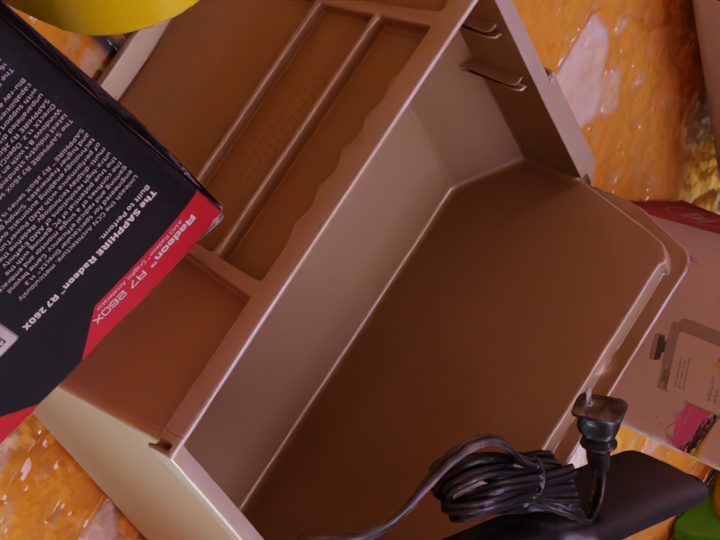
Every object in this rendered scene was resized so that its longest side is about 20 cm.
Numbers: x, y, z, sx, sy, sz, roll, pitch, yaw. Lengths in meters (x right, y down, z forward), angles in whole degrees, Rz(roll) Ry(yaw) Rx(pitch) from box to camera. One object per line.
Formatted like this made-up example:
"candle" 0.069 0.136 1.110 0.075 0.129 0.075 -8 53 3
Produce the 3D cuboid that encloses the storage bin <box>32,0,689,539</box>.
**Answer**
"storage bin" 0.000 0.000 0.840 0.199 0.094 0.200 -56 148 -15

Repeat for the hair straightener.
"hair straightener" 0.048 0.067 0.844 0.200 0.041 0.077 3 109 -54

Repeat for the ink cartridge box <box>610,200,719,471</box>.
"ink cartridge box" 0.165 0.038 1.018 0.116 0.200 0.068 -5 115 -56

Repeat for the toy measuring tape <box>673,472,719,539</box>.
"toy measuring tape" 0.211 0.093 1.258 0.200 0.073 0.074 -38 140 -37

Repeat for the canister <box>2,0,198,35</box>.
"canister" -0.059 -0.169 0.638 0.149 0.086 0.200 -50 148 -24

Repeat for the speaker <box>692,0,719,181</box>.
"speaker" 0.175 -0.058 1.085 0.081 0.081 0.200 -50 146 -25

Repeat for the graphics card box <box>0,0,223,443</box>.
"graphics card box" -0.127 -0.019 0.641 0.125 0.051 0.200 -45 149 2
